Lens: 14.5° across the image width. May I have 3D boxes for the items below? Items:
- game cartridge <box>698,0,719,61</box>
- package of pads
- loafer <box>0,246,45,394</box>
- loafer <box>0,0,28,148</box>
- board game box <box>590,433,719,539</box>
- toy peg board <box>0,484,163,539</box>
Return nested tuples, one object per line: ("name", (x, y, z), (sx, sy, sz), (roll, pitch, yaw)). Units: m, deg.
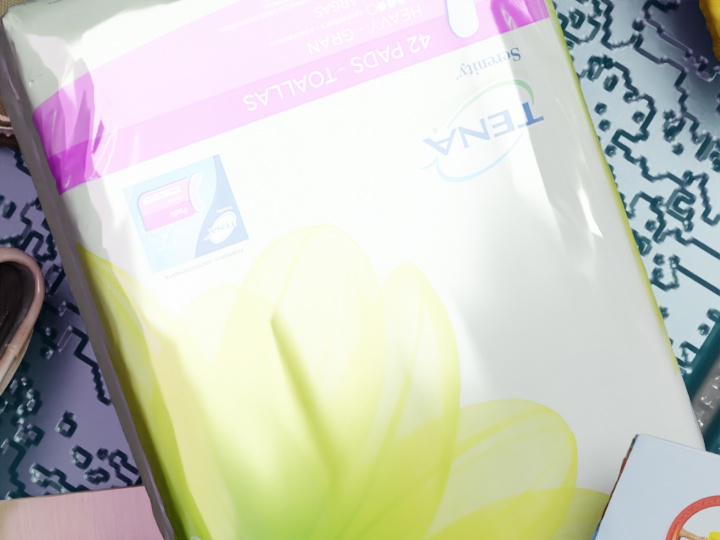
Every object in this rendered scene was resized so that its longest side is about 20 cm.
("game cartridge", (0.155, -0.172, 0.803), (0.176, 0.032, 0.201), (-22, 99, -2))
("package of pads", (0.000, 0.000, 0.800), (0.154, 0.068, 0.201), (-19, 92, -14))
("loafer", (-0.154, 0.061, 0.820), (0.063, 0.200, 0.072), (-24, 117, 39))
("loafer", (-0.048, -0.082, 0.879), (0.199, 0.067, 0.076), (-8, 83, 1))
("board game box", (0.124, 0.160, 0.686), (0.199, 0.056, 0.196), (16, 69, 30))
("toy peg board", (-0.042, 0.161, 0.843), (0.198, 0.098, 0.201), (-6, 85, 3))
